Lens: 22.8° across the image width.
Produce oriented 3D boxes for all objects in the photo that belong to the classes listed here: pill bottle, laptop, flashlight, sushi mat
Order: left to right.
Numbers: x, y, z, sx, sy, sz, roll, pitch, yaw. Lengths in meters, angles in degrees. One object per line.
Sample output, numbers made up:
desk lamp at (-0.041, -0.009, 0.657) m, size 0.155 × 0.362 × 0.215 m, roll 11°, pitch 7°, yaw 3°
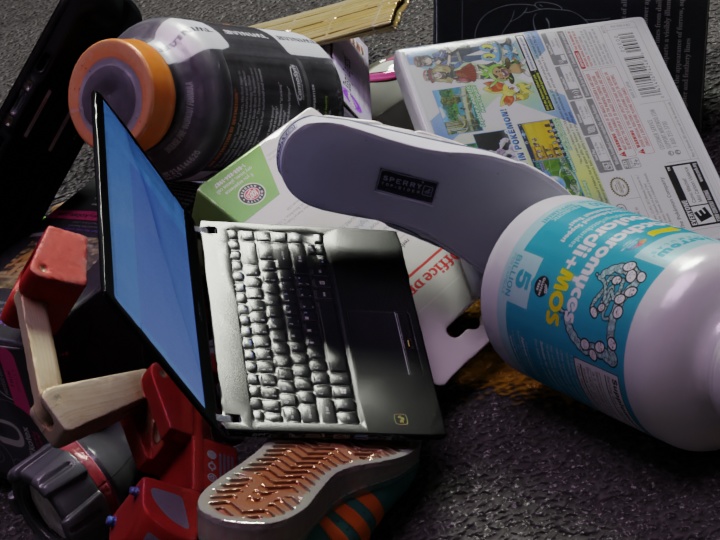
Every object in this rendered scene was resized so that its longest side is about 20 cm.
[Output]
flashlight at (-0.122, 0.097, 1.096) m, size 0.068 × 0.068 × 0.199 m, roll 37°, pitch 53°, yaw 26°
pill bottle at (-0.104, -0.112, 1.184) m, size 0.105 × 0.107 × 0.199 m, roll -2°, pitch 1°, yaw 31°
laptop at (-0.052, -0.004, 0.993) m, size 0.198 × 0.104 × 0.178 m, roll 3°, pitch 41°, yaw -13°
sushi mat at (-0.055, -0.183, 1.383) m, size 0.198 × 0.012 × 0.096 m, roll -11°, pitch 26°, yaw 22°
pill bottle at (0.162, 0.030, 0.976) m, size 0.110 × 0.112 × 0.199 m, roll -30°, pitch 28°, yaw -23°

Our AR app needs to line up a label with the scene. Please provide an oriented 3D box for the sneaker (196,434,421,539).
sneaker at (-0.029, 0.137, 0.952) m, size 0.071 × 0.081 × 0.200 m, roll 13°, pitch 16°, yaw 25°

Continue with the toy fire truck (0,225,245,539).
toy fire truck at (-0.136, 0.078, 1.012) m, size 0.049 × 0.140 × 0.201 m, roll -51°, pitch 29°, yaw 36°

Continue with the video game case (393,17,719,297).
video game case at (0.132, -0.079, 1.164) m, size 0.180 × 0.022 × 0.201 m, roll -9°, pitch 54°, yaw -12°

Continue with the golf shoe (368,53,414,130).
golf shoe at (0.065, -0.142, 1.427) m, size 0.199 × 0.073 × 0.092 m, roll -28°, pitch 26°, yaw -17°

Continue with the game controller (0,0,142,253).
game controller at (-0.208, -0.100, 1.176) m, size 0.042 × 0.104 × 0.201 m, roll 27°, pitch 87°, yaw 22°

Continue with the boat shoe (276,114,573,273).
boat shoe at (0.045, -0.052, 1.076) m, size 0.198 × 0.074 × 0.065 m, roll 22°, pitch 14°, yaw -11°

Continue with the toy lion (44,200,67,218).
toy lion at (-0.277, -0.011, 1.323) m, size 0.198 × 0.069 × 0.191 m, roll -11°, pitch -1°, yaw 18°

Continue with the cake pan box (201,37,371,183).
cake pan box at (-0.071, -0.097, 1.376) m, size 0.184 × 0.052 × 0.200 m, roll -43°, pitch 19°, yaw 16°

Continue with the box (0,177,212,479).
box at (-0.173, 0.036, 1.173) m, size 0.105 × 0.123 × 0.200 m, roll 10°, pitch 38°, yaw 33°

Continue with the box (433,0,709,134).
box at (0.153, -0.186, 1.315) m, size 0.198 × 0.150 × 0.107 m, roll 1°, pitch 28°, yaw 5°

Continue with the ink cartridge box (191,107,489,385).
ink cartridge box at (0.000, 0.000, 1.135) m, size 0.200 × 0.068 × 0.117 m, roll 39°, pitch 52°, yaw 16°
